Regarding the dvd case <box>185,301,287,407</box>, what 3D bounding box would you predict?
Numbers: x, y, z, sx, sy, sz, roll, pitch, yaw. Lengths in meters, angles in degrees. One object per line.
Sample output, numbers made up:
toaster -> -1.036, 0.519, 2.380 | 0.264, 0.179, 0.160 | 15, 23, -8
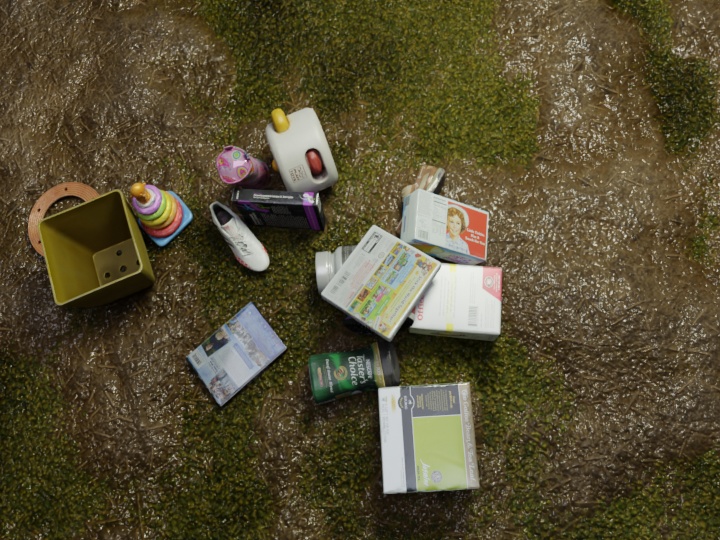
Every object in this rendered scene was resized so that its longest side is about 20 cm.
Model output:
dvd case -> -0.281, 0.189, 1.400 | 0.199, 0.018, 0.143 | -40, 76, -8

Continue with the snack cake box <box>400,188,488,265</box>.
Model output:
snack cake box -> 0.189, -0.093, 1.374 | 0.195, 0.067, 0.118 | 15, 71, -25

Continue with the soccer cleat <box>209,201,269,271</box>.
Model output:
soccer cleat -> -0.287, -0.080, 1.441 | 0.068, 0.085, 0.201 | -38, 75, -7

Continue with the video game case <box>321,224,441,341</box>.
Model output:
video game case -> 0.044, 0.021, 1.288 | 0.180, 0.023, 0.201 | 30, 69, 22

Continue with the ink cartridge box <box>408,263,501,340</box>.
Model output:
ink cartridge box -> 0.207, 0.068, 1.358 | 0.194, 0.084, 0.149 | 5, 75, 5

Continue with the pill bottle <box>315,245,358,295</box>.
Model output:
pill bottle -> 0.000, 0.000, 1.384 | 0.194, 0.114, 0.117 | -4, 74, 2

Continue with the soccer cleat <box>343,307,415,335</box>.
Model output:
soccer cleat -> 0.042, 0.092, 1.343 | 0.197, 0.068, 0.075 | -16, 52, 44

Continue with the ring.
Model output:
ring -> -0.721, -0.120, 1.518 | 0.194, 0.019, 0.206 | -1, 74, 5

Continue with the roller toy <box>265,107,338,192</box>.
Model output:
roller toy -> -0.141, -0.268, 1.429 | 0.137, 0.200, 0.187 | -22, 80, -2

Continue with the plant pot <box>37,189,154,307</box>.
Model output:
plant pot -> -0.576, -0.027, 1.399 | 0.195, 0.177, 0.204 | -22, 74, -3

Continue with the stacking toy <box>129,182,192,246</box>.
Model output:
stacking toy -> -0.481, -0.152, 1.415 | 0.116, 0.200, 0.110 | -44, 76, -8

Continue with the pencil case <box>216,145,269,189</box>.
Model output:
pencil case -> -0.268, -0.233, 1.423 | 0.085, 0.200, 0.090 | 0, 91, 6

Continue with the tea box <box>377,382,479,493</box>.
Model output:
tea box -> 0.136, 0.344, 1.268 | 0.191, 0.134, 0.206 | -3, 74, 4

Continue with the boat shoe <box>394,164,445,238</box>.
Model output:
boat shoe -> 0.128, -0.164, 1.447 | 0.071, 0.076, 0.202 | 27, 69, 14

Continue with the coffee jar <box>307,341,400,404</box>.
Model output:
coffee jar -> -0.012, 0.220, 1.338 | 0.194, 0.086, 0.107 | -12, 71, 0

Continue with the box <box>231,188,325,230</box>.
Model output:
box -> -0.184, -0.141, 1.421 | 0.194, 0.143, 0.037 | 3, 72, 4
